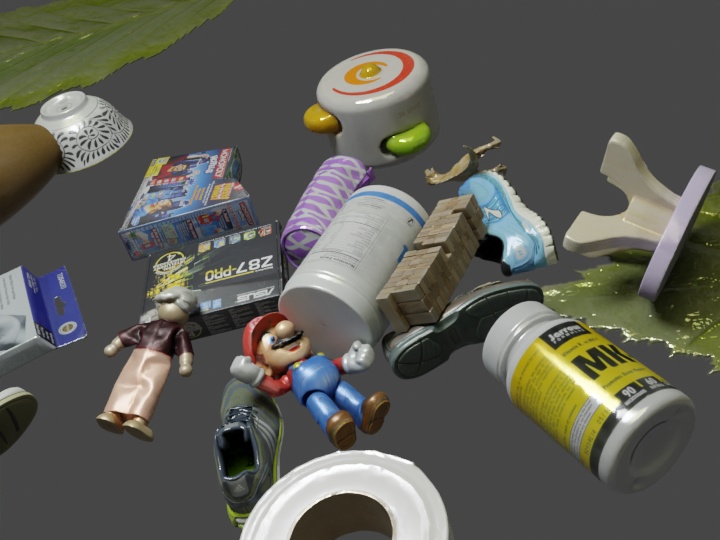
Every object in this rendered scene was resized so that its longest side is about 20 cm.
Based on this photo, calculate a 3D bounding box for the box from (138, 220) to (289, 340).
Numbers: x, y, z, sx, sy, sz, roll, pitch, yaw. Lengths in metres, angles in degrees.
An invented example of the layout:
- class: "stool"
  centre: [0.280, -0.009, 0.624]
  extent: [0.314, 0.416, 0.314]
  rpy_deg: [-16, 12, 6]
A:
- class: "box"
  centre: [-0.198, 0.019, 1.187]
  extent: [0.200, 0.049, 0.161]
  rpy_deg: [-14, 42, 5]

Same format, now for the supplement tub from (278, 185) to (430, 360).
- class: "supplement tub"
  centre: [0.000, 0.000, 1.072]
  extent: [0.132, 0.132, 0.200]
  rpy_deg: [8, 46, 28]

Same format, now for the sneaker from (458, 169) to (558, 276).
- class: "sneaker"
  centre: [0.172, -0.062, 1.129]
  extent: [0.090, 0.078, 0.200]
  rpy_deg: [-27, 38, -5]

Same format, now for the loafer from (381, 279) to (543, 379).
- class: "loafer"
  centre: [0.116, 0.055, 1.016]
  extent: [0.200, 0.072, 0.063]
  rpy_deg: [-26, 33, -8]

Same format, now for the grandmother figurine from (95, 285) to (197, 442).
- class: "grandmother figurine"
  centre: [-0.257, 0.105, 1.065]
  extent: [0.121, 0.061, 0.200]
  rpy_deg: [16, 60, 7]

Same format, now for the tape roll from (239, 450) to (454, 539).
- class: "tape roll"
  centre: [-0.010, 0.267, 0.804]
  extent: [0.202, 0.071, 0.203]
  rpy_deg: [-11, 39, 9]

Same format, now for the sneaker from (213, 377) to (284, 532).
- class: "sneaker"
  centre: [-0.123, 0.181, 0.939]
  extent: [0.074, 0.081, 0.200]
  rpy_deg: [-17, 38, -1]

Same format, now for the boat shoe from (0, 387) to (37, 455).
- class: "boat shoe"
  centre: [-0.489, 0.209, 1.044]
  extent: [0.068, 0.075, 0.200]
  rpy_deg: [26, 56, 34]

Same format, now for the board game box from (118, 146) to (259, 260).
- class: "board game box"
  centre: [-0.250, -0.111, 1.351]
  extent: [0.200, 0.062, 0.200]
  rpy_deg: [-6, 40, 12]

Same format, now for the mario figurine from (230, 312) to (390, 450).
- class: "mario figurine"
  centre: [-0.062, 0.106, 0.971]
  extent: [0.200, 0.123, 0.106]
  rpy_deg: [35, 98, 34]

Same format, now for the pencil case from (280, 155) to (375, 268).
- class: "pencil case"
  centre: [-0.046, -0.084, 1.225]
  extent: [0.085, 0.084, 0.200]
  rpy_deg: [-8, 38, 25]

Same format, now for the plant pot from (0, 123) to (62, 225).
- class: "plant pot"
  centre: [-0.624, -0.176, 1.495]
  extent: [0.186, 0.187, 0.200]
  rpy_deg: [13, 35, 32]

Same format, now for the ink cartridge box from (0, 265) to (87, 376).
- class: "ink cartridge box"
  centre: [-0.510, 0.073, 1.242]
  extent: [0.200, 0.041, 0.200]
  rpy_deg: [-27, 40, -12]

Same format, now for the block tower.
- class: "block tower"
  centre: [0.091, -0.012, 1.036]
  extent: [0.058, 0.054, 0.200]
  rpy_deg: [-10, 32, 40]

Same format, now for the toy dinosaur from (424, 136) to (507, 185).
- class: "toy dinosaur"
  centre: [0.154, -0.144, 1.216]
  extent: [0.101, 0.058, 0.200]
  rpy_deg: [-24, 2, -15]

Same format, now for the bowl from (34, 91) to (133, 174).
- class: "bowl"
  centre: [-0.542, -0.277, 1.631]
  extent: [0.201, 0.094, 0.201]
  rpy_deg: [-9, 39, 8]

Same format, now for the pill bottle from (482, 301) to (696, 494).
- class: "pill bottle"
  centre: [0.219, 0.119, 0.863]
  extent: [0.114, 0.114, 0.200]
  rpy_deg: [-31, 41, -17]

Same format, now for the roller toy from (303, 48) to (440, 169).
- class: "roller toy"
  centre: [0.026, -0.263, 1.370]
  extent: [0.200, 0.140, 0.183]
  rpy_deg: [2, 42, 23]

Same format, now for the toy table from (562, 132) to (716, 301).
- class: "toy table"
  centre: [0.326, -0.065, 1.010]
  extent: [0.117, 0.184, 0.200]
  rpy_deg: [26, 41, 21]
